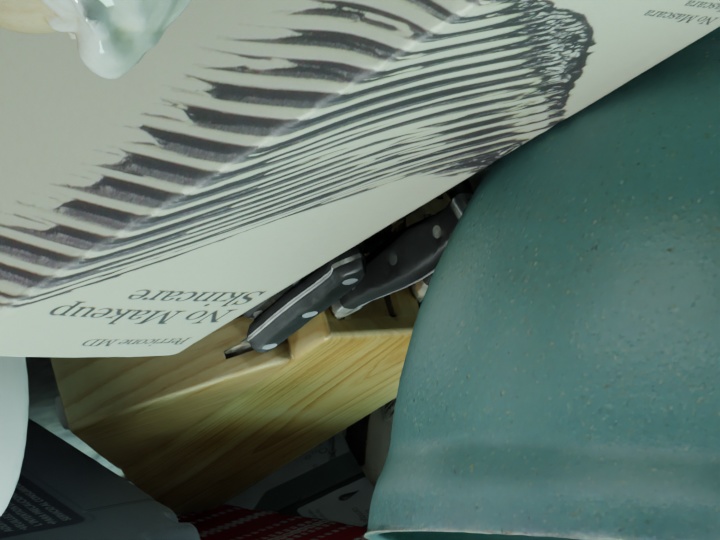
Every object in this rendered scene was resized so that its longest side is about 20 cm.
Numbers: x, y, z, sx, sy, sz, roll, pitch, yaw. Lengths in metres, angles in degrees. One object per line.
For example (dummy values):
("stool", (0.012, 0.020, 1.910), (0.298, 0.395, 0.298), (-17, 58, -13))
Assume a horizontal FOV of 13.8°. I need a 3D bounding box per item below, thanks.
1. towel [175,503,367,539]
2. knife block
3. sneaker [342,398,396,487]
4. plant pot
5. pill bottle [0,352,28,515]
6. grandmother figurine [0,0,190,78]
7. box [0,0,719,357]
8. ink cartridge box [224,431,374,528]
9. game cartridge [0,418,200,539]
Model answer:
("towel", (-0.077, 0.093, 0.890), (0.199, 0.023, 0.144), (6, -168, 34))
("knife block", (0.000, 0.000, 0.840), (0.174, 0.064, 0.200), (-17, 164, 3))
("sneaker", (0.072, 0.007, 0.895), (0.199, 0.088, 0.075), (-30, 157, 34))
("plant pot", (0.106, 0.006, 0.694), (0.199, 0.135, 0.200), (6, 173, 1))
("pill bottle", (-0.182, 0.034, 0.687), (0.199, 0.112, 0.111), (-5, 160, -36))
("grandmother figurine", (-0.122, -0.045, 0.571), (0.199, 0.061, 0.121), (-18, -152, -3))
("box", (-0.014, -0.049, 0.661), (0.082, 0.069, 0.200), (1, 155, -45))
("ink cartridge box", (0.010, 0.121, 0.949), (0.199, 0.146, 0.084), (-24, 123, -6))
("game cartridge", (-0.137, 0.075, 0.830), (0.132, 0.041, 0.200), (-4, -168, -26))
